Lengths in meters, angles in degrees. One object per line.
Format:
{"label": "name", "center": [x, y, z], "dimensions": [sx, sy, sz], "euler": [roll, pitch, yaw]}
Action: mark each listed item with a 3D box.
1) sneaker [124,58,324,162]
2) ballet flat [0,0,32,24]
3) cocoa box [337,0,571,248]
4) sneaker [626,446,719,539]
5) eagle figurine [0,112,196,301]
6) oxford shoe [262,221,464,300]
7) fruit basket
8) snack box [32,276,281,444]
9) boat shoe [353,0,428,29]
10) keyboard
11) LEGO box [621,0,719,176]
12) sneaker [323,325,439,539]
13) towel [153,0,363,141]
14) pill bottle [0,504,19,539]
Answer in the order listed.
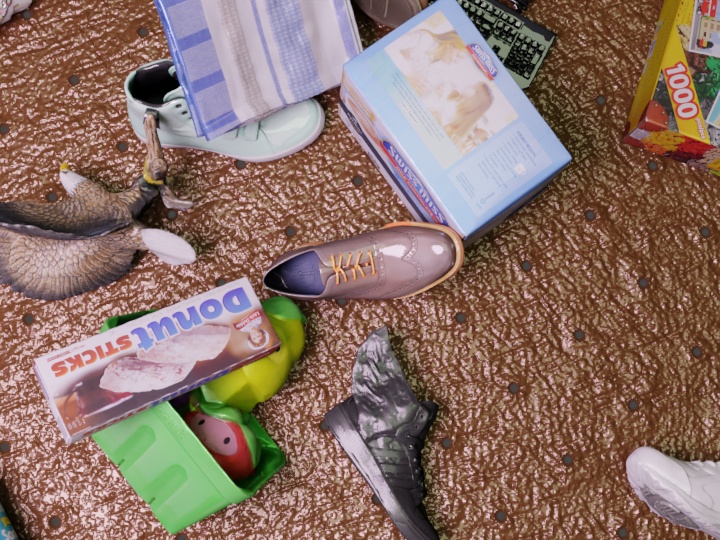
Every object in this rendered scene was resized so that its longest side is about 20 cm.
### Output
{"label": "sneaker", "center": [-0.133, -0.158, 0.902], "dimensions": [0.197, 0.118, 0.075], "euler": [-1, 79, -4]}
{"label": "ballet flat", "center": [-0.358, -0.310, 0.944], "dimensions": [0.064, 0.075, 0.202], "euler": [27, 81, -42]}
{"label": "cocoa box", "center": [0.086, -0.135, 0.902], "dimensions": [0.133, 0.131, 0.201], "euler": [-35, 84, -7]}
{"label": "sneaker", "center": [0.350, 0.212, 0.896], "dimensions": [0.199, 0.078, 0.100], "euler": [31, 74, -7]}
{"label": "eagle figurine", "center": [-0.268, -0.046, 0.872], "dimensions": [0.199, 0.150, 0.153], "euler": [-32, 120, -20]}
{"label": "oxford shoe", "center": [0.000, 0.000, 0.862], "dimensions": [0.198, 0.073, 0.072], "euler": [-11, 94, 28]}
{"label": "fruit basket", "center": [-0.137, 0.107, 0.856], "dimensions": [0.212, 0.155, 0.219], "euler": [0, 93, 11]}
{"label": "snack box", "center": [-0.169, 0.073, 0.785], "dimensions": [0.198, 0.024, 0.072], "euler": [-23, 74, -30]}
{"label": "boat shoe", "center": [0.006, -0.320, 0.936], "dimensions": [0.068, 0.072, 0.200], "euler": [-35, 64, -24]}
{"label": "keyboard", "center": [0.114, -0.282, 0.974], "dimensions": [0.198, 0.040, 0.105], "euler": [29, 81, 1]}
{"label": "LEGO box", "center": [0.377, -0.209, 0.954], "dimensions": [0.147, 0.077, 0.202], "euler": [19, 81, 1]}
{"label": "sneaker", "center": [0.041, 0.163, 0.888], "dimensions": [0.104, 0.060, 0.201], "euler": [-36, 81, -3]}
{"label": "towel", "center": [-0.087, -0.222, 0.870], "dimensions": [0.199, 0.024, 0.149], "euler": [-28, 115, -28]}
{"label": "pill bottle", "center": [-0.366, 0.258, 0.829], "dimensions": [0.110, 0.111, 0.201], "euler": [-30, 84, -7]}
